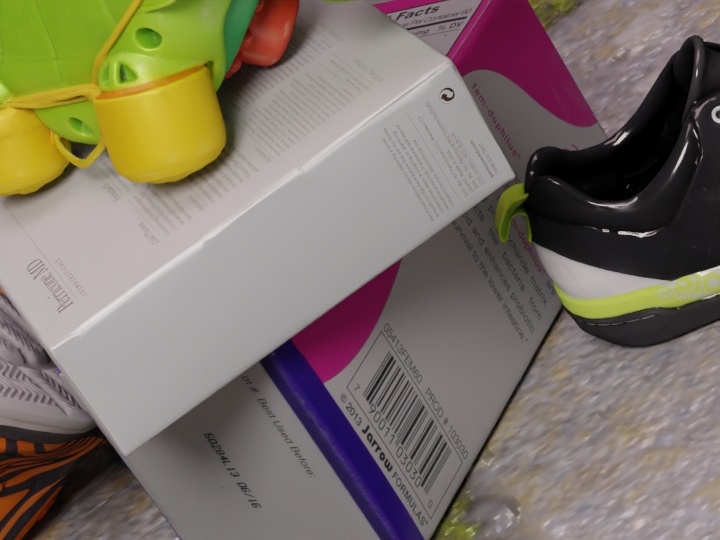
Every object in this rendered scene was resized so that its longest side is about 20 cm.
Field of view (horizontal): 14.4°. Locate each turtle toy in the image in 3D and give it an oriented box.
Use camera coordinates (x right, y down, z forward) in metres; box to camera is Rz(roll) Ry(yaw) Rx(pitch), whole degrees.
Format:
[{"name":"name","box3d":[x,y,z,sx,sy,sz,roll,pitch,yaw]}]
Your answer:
[{"name":"turtle toy","box3d":[-0.065,-0.106,0.889,0.200,0.146,0.101,-2,19,44]}]

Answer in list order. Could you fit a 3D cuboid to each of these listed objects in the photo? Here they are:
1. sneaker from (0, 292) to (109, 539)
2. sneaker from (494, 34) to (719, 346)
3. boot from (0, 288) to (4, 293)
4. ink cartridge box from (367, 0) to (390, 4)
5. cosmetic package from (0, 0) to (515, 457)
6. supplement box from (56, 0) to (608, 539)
[{"name":"sneaker","box3d":[-0.140,0.067,1.007,0.112,0.078,0.200,-50,-17,9]},{"name":"sneaker","box3d":[0.140,-0.045,0.939,0.200,0.083,0.072,-29,28,8]},{"name":"boot","box3d":[-0.185,-0.057,1.224,0.074,0.155,0.200,-27,28,10]},{"name":"ink cartridge box","box3d":[-0.044,-0.162,1.255,0.085,0.145,0.200,-38,28,-9]},{"name":"cosmetic package","box3d":[-0.056,-0.034,0.943,0.151,0.052,0.200,-34,27,-6]},{"name":"supplement box","box3d":[0.000,0.000,0.994,0.103,0.101,0.200,-7,36,40]}]
